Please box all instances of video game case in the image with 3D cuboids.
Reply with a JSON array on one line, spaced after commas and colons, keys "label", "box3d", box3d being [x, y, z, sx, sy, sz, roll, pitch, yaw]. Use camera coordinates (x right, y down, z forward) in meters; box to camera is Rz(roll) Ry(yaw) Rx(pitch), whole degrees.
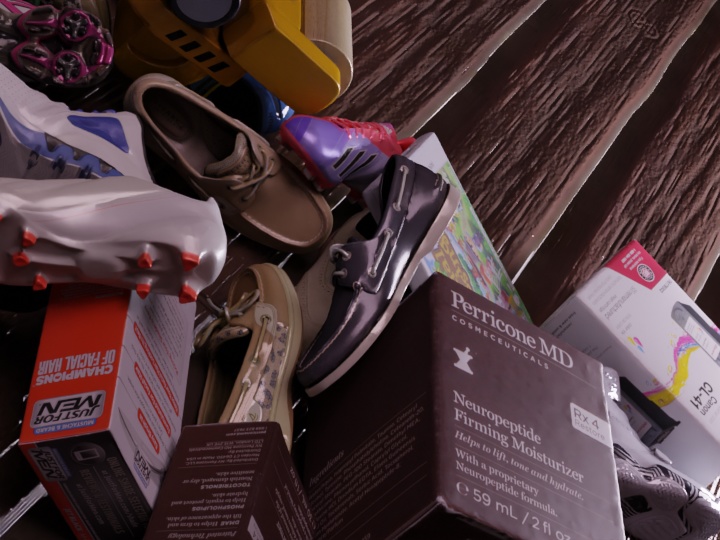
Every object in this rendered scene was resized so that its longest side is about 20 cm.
[{"label": "video game case", "box3d": [0.079, -0.003, 1.199, 0.201, 0.022, 0.182, 62, 23, -9]}]

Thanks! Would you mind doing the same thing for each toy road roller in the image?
[{"label": "toy road roller", "box3d": [-0.113, -0.201, 1.180, 0.199, 0.145, 0.124, 35, 37, -34]}]

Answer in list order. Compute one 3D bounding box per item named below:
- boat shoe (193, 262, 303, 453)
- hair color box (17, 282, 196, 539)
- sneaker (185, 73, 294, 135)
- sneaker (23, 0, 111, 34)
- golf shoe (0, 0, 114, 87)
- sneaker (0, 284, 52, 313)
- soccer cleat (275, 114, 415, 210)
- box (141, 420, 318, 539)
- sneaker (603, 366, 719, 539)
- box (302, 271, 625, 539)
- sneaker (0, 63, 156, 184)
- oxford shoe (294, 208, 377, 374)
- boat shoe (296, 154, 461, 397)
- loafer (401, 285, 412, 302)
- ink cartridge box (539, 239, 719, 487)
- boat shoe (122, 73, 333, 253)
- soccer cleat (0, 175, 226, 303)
[{"label": "boat shoe", "box3d": [-0.085, 0.070, 1.038, 0.062, 0.073, 0.201, 23, 42, -26]}, {"label": "hair color box", "box3d": [-0.159, 0.062, 0.945, 0.063, 0.112, 0.201, -10, 44, 9]}, {"label": "sneaker", "box3d": [-0.138, -0.195, 1.256, 0.200, 0.066, 0.078, 42, 41, 0]}, {"label": "sneaker", "box3d": [-0.284, -0.243, 1.191, 0.088, 0.077, 0.200, -40, 82, -26]}, {"label": "golf shoe", "box3d": [-0.289, -0.182, 1.121, 0.198, 0.073, 0.092, 17, -2, -11]}, {"label": "sneaker", "box3d": [-0.294, 0.005, 0.906, 0.201, 0.077, 0.147, 24, 32, -11]}, {"label": "soccer cleat", "box3d": [-0.007, -0.103, 1.213, 0.067, 0.076, 0.200, 52, 10, 20]}, {"label": "box", "box3d": [-0.088, 0.196, 0.878, 0.201, 0.074, 0.101, -74, 153, -48]}, {"label": "sneaker", "box3d": [0.222, 0.150, 1.224, 0.198, 0.075, 0.116, 23, 44, -18]}, {"label": "box", "box3d": [0.067, 0.149, 1.010, 0.165, 0.164, 0.201, 27, 40, -24]}, {"label": "sneaker", "box3d": [-0.228, -0.092, 1.078, 0.199, 0.081, 0.115, 38, 25, 2]}, {"label": "oxford shoe", "box3d": [-0.012, 0.010, 1.158, 0.070, 0.074, 0.201, 32, 39, -12]}, {"label": "boat shoe", "box3d": [0.000, 0.000, 1.048, 0.063, 0.073, 0.201, 40, 63, -12]}, {"label": "loafer", "box3d": [0.050, 0.039, 1.192, 0.063, 0.072, 0.201, 34, 36, -19]}, {"label": "ink cartridge box", "box3d": [0.266, 0.089, 1.315, 0.200, 0.086, 0.147, 46, 38, 7]}, {"label": "boat shoe", "box3d": [-0.101, -0.081, 1.146, 0.200, 0.072, 0.065, 40, -5, -15]}, {"label": "soccer cleat", "box3d": [-0.181, -0.028, 0.902, 0.198, 0.070, 0.078, 10, 40, -9]}]
